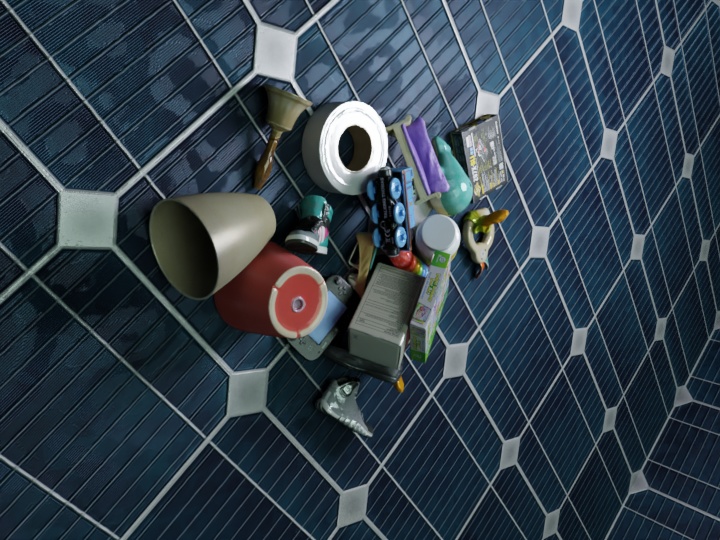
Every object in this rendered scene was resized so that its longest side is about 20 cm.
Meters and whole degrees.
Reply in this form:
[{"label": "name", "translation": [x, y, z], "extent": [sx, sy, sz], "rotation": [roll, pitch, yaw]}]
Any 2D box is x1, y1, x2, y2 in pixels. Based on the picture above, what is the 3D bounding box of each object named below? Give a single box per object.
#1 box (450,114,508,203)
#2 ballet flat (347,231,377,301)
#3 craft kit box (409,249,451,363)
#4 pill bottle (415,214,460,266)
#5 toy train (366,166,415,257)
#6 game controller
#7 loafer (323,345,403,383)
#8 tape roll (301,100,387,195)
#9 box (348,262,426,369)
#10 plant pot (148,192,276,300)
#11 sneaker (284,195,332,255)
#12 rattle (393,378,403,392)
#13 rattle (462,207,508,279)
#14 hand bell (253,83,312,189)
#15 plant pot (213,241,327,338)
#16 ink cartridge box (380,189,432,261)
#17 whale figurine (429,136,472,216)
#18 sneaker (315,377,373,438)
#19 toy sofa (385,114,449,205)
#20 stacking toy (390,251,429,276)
[{"label": "box", "translation": [0.330, -0.308, 1.674], "extent": [0.159, 0.049, 0.203], "rotation": [-31, 118, -30]}, {"label": "ballet flat", "translation": [0.000, 0.000, 1.446], "extent": [0.062, 0.069, 0.203], "rotation": [12, 111, 2]}, {"label": "craft kit box", "translation": [0.163, 0.088, 1.430], "extent": [0.201, 0.048, 0.200], "rotation": [79, 32, -60]}, {"label": "pill bottle", "translation": [0.190, -0.074, 1.497], "extent": [0.200, 0.110, 0.113], "rotation": [53, 57, -81]}, {"label": "toy train", "translation": [0.077, -0.136, 1.370], "extent": [0.114, 0.085, 0.204], "rotation": [-28, 115, -54]}, {"label": "game controller", "translation": [-0.086, 0.107, 1.393], "extent": [0.104, 0.042, 0.201], "rotation": [41, 70, -7]}, {"label": "loafer", "translation": [0.005, 0.206, 1.434], "extent": [0.068, 0.197, 0.072], "rotation": [86, 23, -79]}, {"label": "tape roll", "translation": [-0.031, -0.272, 1.353], "extent": [0.200, 0.070, 0.206], "rotation": [-10, 105, -39]}, {"label": "box", "translation": [0.064, 0.103, 1.403], "extent": [0.110, 0.126, 0.202], "rotation": [91, 21, -52]}, {"label": "plant pot", "translation": [-0.258, -0.070, 1.146], "extent": [0.199, 0.185, 0.191], "rotation": [-31, 119, -47]}, {"label": "sneaker", "translation": [-0.106, -0.100, 1.281], "extent": [0.200, 0.082, 0.123], "rotation": [25, 68, -82]}, {"label": "rattle", "translation": [0.130, 0.182, 1.518], "extent": [0.198, 0.143, 0.132], "rotation": [-26, 127, -22]}, {"label": "rattle", "translation": [0.371, -0.072, 1.706], "extent": [0.130, 0.141, 0.204], "rotation": [-25, 110, -54]}, {"label": "hand bell", "translation": [-0.177, -0.261, 1.232], "extent": [0.103, 0.104, 0.203], "rotation": [12, 103, -41]}, {"label": "plant pot", "translation": [-0.171, 0.047, 1.231], "extent": [0.198, 0.176, 0.204], "rotation": [-11, 107, -39]}, {"label": "ink cartridge box", "translation": [0.097, -0.127, 1.511], "extent": [0.109, 0.050, 0.201], "rotation": [46, 70, -38]}, {"label": "whale figurine", "translation": [0.227, -0.241, 1.538], "extent": [0.158, 0.102, 0.204], "rotation": [21, 63, -58]}, {"label": "sneaker", "translation": [-0.014, 0.329, 1.498], "extent": [0.200, 0.074, 0.117], "rotation": [41, 70, -38]}, {"label": "toy sofa", "translation": [0.137, -0.260, 1.429], "extent": [0.096, 0.083, 0.203], "rotation": [-21, 93, 6]}, {"label": "stacking toy", "translation": [0.122, -0.008, 1.493], "extent": [0.086, 0.084, 0.200], "rotation": [-62, 152, -12]}]
